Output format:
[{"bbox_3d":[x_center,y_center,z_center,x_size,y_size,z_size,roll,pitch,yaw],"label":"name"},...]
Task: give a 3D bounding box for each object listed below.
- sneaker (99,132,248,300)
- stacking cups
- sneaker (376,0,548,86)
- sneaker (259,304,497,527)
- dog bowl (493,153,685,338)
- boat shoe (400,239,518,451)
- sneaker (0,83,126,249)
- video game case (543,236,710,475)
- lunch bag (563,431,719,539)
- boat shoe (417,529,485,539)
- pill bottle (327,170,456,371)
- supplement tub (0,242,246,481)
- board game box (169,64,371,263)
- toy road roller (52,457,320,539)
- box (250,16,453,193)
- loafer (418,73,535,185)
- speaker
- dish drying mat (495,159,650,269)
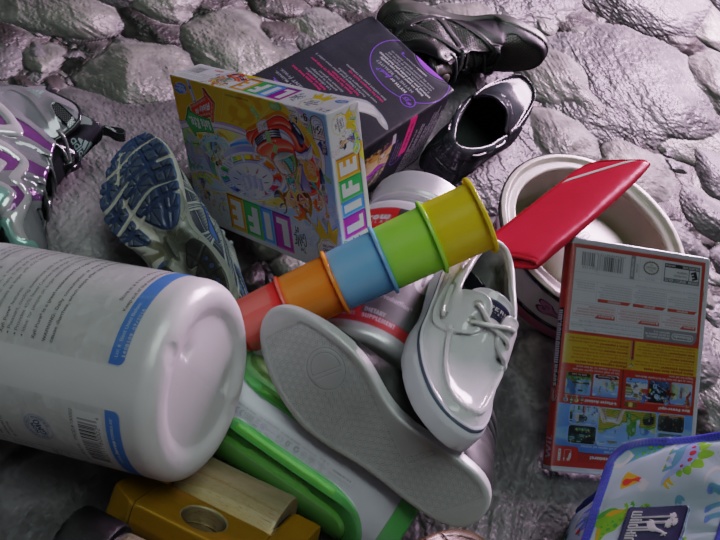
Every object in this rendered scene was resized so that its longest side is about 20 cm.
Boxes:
[{"bbox_3d":[-0.150,-0.025,0.787,0.077,0.085,0.201,-33,66,10],"label":"sneaker"},{"bbox_3d":[0.000,0.000,0.693,0.199,0.061,0.061,-25,62,3],"label":"stacking cups"},{"bbox_3d":[0.115,-0.233,1.047,0.197,0.076,0.115,8,54,-12],"label":"sneaker"},{"bbox_3d":[0.018,0.090,0.677,0.200,0.071,0.099,40,23,4],"label":"sneaker"},{"bbox_3d":[0.214,-0.015,0.924,0.198,0.074,0.202,10,53,-13],"label":"dog bowl"},{"bbox_3d":[0.078,0.040,0.671,0.073,0.065,0.201,35,31,-16],"label":"boat shoe"},{"bbox_3d":[-0.258,-0.090,0.789,0.139,0.078,0.201,-17,63,-30],"label":"sneaker"},{"bbox_3d":[0.236,0.080,0.831,0.142,0.017,0.202,8,85,-16],"label":"video game case"},{"bbox_3d":[0.209,0.220,0.666,0.127,0.201,0.170,32,51,3],"label":"lunch bag"},{"bbox_3d":[0.027,0.248,0.660,0.199,0.067,0.074,-19,62,-46],"label":"boat shoe"},{"bbox_3d":[0.026,0.014,0.801,0.113,0.114,0.201,25,50,-2],"label":"pill bottle"},{"bbox_3d":[-0.189,0.056,0.629,0.198,0.133,0.132,10,47,20],"label":"supplement tub"},{"bbox_3d":[-0.073,-0.085,0.764,0.034,0.136,0.199,-29,35,-35],"label":"board game box"},{"bbox_3d":[-0.122,0.218,0.601,0.122,0.147,0.200,22,12,12],"label":"toy road roller"},{"bbox_3d":[-0.026,-0.137,0.897,0.122,0.106,0.200,44,51,13],"label":"box"},{"bbox_3d":[0.136,-0.157,0.997,0.068,0.070,0.200,45,52,1],"label":"loafer"},{"bbox_3d":[-0.048,0.130,0.704,0.199,0.089,0.089,34,50,4],"label":"speaker"},{"bbox_3d":[0.183,-0.055,0.853,0.199,0.076,0.018,-35,117,-37],"label":"dish drying mat"}]
